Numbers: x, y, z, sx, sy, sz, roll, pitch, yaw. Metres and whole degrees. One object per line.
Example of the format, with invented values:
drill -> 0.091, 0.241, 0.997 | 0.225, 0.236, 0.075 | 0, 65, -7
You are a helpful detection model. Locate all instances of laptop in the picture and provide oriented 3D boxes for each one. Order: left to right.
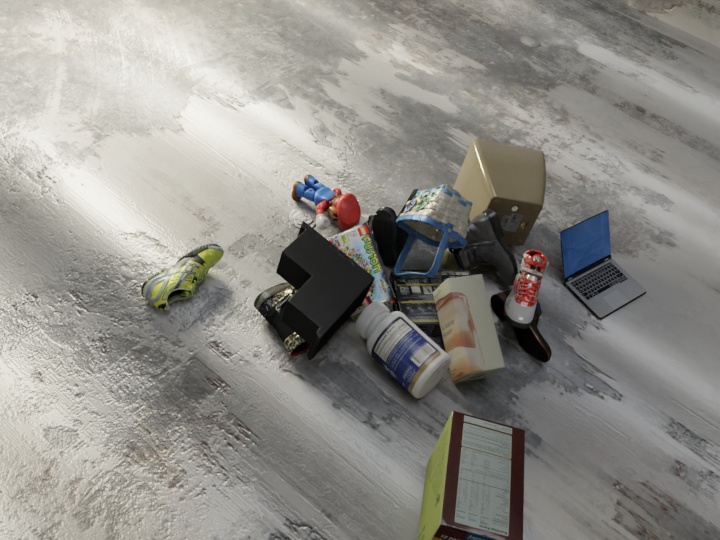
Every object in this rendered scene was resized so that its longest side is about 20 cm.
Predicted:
laptop -> 0.601, -0.017, 1.629 | 0.185, 0.117, 0.201 | -22, 56, -27

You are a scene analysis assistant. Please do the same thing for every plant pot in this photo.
plant pot -> 0.351, -0.178, 1.642 | 0.195, 0.202, 0.179 | 9, 43, -10

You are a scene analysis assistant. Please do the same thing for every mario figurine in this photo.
mario figurine -> -0.082, -0.157, 1.652 | 0.198, 0.106, 0.125 | 32, 86, 30

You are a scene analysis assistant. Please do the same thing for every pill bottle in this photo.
pill bottle -> 0.083, 0.158, 1.366 | 0.110, 0.112, 0.199 | -32, 62, -33

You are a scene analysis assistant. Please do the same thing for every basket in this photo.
basket -> 0.149, -0.079, 1.451 | 0.137, 0.175, 0.204 | 23, 79, -24

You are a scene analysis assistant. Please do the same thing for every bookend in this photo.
bookend -> -0.108, 0.038, 1.351 | 0.197, 0.093, 0.200 | 37, 52, 8

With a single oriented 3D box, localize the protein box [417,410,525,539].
protein box -> 0.186, 0.391, 1.122 | 0.132, 0.201, 0.202 | 14, 47, 1

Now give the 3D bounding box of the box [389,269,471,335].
box -> 0.172, 0.071, 1.505 | 0.195, 0.050, 0.163 | 0, 47, -12

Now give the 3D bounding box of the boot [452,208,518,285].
boot -> 0.284, -0.031, 1.550 | 0.130, 0.203, 0.070 | -30, 14, -14

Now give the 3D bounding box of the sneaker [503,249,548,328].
sneaker -> 0.368, 0.033, 1.457 | 0.066, 0.110, 0.202 | 18, 35, 12

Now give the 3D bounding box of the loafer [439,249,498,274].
loafer -> 0.283, -0.035, 1.607 | 0.196, 0.070, 0.076 | -10, 51, -20

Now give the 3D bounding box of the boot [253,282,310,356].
boot -> -0.111, 0.087, 1.420 | 0.201, 0.074, 0.155 | -22, 61, -28

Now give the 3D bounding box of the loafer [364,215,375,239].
loafer -> 0.003, -0.060, 1.573 | 0.061, 0.073, 0.203 | 10, 50, 3

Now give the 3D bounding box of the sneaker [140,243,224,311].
sneaker -> -0.373, 0.017, 1.429 | 0.199, 0.076, 0.076 | -38, 71, -24

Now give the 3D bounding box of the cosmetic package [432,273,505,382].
cosmetic package -> 0.225, 0.123, 1.391 | 0.085, 0.104, 0.204 | -6, 70, -15

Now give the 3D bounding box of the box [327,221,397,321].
box -> 0.000, 0.000, 1.482 | 0.108, 0.035, 0.203 | -23, 63, 4

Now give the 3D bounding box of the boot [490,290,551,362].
boot -> 0.391, 0.114, 1.497 | 0.095, 0.076, 0.201 | -19, 53, -22

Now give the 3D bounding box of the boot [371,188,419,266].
boot -> 0.105, -0.132, 1.593 | 0.065, 0.167, 0.200 | 20, 48, 25
